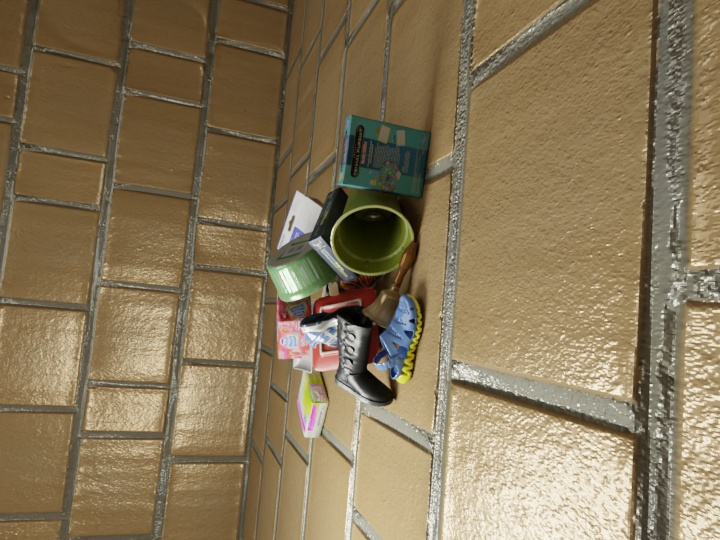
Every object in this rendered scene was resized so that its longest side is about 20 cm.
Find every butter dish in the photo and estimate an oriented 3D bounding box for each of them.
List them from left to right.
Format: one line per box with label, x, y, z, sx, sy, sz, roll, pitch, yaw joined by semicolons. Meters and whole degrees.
butter dish;-0.019;0.168;1.430;0.196;0.147;0.204;-12;66;24

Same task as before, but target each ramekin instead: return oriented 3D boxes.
ramekin;-0.151;-0.018;1.414;0.099;0.198;0.200;61;173;-22

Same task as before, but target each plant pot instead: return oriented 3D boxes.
plant pot;0.030;-0.126;1.322;0.186;0.196;0.203;-88;16;-50

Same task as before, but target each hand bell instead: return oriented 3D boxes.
hand bell;0.089;0.027;1.258;0.203;0.103;0.104;-66;22;10

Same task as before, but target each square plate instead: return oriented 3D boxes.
square plate;-0.163;0.208;1.653;0.199;0.028;0.203;167;109;-67

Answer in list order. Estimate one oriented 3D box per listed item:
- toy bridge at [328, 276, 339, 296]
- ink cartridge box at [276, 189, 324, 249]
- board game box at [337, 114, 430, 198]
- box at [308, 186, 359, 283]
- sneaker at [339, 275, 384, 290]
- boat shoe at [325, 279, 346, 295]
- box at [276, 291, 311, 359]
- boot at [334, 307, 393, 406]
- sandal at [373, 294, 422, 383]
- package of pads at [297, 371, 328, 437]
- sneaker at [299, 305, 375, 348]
toy bridge;-0.075;0.009;1.498;0.200;0.027;0.069;-93;-6;-75
ink cartridge box;-0.147;-0.104;1.580;0.199;0.047;0.201;38;115;35
board game box;0.055;-0.258;1.232;0.047;0.196;0.154;-162;79;-71
box;-0.045;-0.094;1.391;0.050;0.158;0.202;-23;34;34
sneaker;0.000;0.000;1.450;0.201;0.110;0.079;116;153;-45
boat shoe;-0.071;0.055;1.629;0.061;0.071;0.202;60;179;-13
box;-0.189;0.156;1.513;0.202;0.093;0.101;101;164;-51
boot;0.013;0.205;1.263;0.065;0.162;0.204;-35;-43;-55
sandal;0.082;0.152;1.196;0.079;0.085;0.204;-155;74;-72
package of pads;-0.172;0.460;1.891;0.201;0.067;0.157;-120;40;-61
sneaker;-0.050;0.141;1.337;0.076;0.196;0.078;-63;-39;-67
